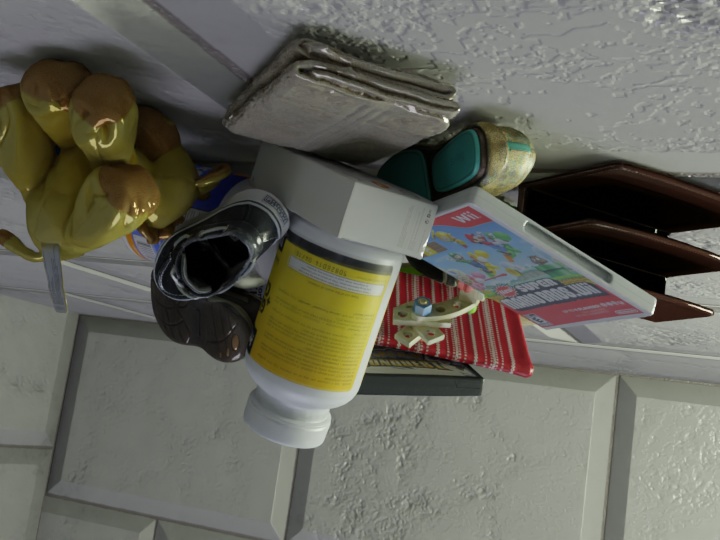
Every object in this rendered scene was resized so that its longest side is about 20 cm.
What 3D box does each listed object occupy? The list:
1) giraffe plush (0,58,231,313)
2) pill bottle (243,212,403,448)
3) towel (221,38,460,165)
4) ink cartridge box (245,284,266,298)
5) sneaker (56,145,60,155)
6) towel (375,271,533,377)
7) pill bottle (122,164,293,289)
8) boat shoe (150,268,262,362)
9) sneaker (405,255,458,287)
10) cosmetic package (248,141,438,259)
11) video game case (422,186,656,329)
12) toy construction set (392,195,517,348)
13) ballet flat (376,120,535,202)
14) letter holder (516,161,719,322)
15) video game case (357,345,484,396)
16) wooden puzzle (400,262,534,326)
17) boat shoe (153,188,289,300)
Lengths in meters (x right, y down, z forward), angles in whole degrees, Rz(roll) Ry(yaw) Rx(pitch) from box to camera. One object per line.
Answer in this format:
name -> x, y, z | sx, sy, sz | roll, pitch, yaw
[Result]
giraffe plush -> -0.201, -0.081, 0.796 | 0.172, 0.201, 0.162 | 20, -155, 29
pill bottle -> -0.041, 0.055, 0.855 | 0.111, 0.201, 0.112 | 18, -168, -4
towel -> -0.020, -0.122, 0.706 | 0.132, 0.035, 0.200 | 13, 171, -22
ink cartridge box -> -0.112, -0.021, 1.054 | 0.199, 0.146, 0.084 | 1, 170, 38
sneaker -> -0.298, -0.112, 0.945 | 0.078, 0.076, 0.200 | 13, 166, 30
towel -> 0.096, 0.058, 1.068 | 0.199, 0.023, 0.145 | 12, -148, -8
pill bottle -> -0.138, -0.045, 0.948 | 0.199, 0.113, 0.112 | 14, 175, 31
boat shoe -> -0.153, 0.043, 0.974 | 0.073, 0.075, 0.200 | -7, -157, -39
sneaker -> 0.150, -0.008, 1.138 | 0.199, 0.075, 0.116 | 7, 173, 2
cosmetic package -> -0.021, -0.067, 0.805 | 0.082, 0.051, 0.200 | 11, -169, -30
video game case -> 0.133, -0.003, 0.802 | 0.199, 0.018, 0.143 | 29, 160, -21
toy construction set -> 0.104, -0.002, 0.952 | 0.092, 0.131, 0.200 | 28, 134, 7
ballet flat -> 0.079, -0.080, 0.791 | 0.070, 0.071, 0.200 | 12, 170, -22
letter holder -> 0.264, -0.021, 0.869 | 0.199, 0.101, 0.142 | 13, 168, -29
video game case -> 0.011, 0.093, 1.042 | 0.199, 0.026, 0.181 | 3, -165, -19
wooden puzzle -> 0.111, 0.024, 1.205 | 0.184, 0.037, 0.200 | -3, -159, -23
boat shoe -> -0.141, -0.006, 0.841 | 0.200, 0.068, 0.072 | -24, 114, 46
